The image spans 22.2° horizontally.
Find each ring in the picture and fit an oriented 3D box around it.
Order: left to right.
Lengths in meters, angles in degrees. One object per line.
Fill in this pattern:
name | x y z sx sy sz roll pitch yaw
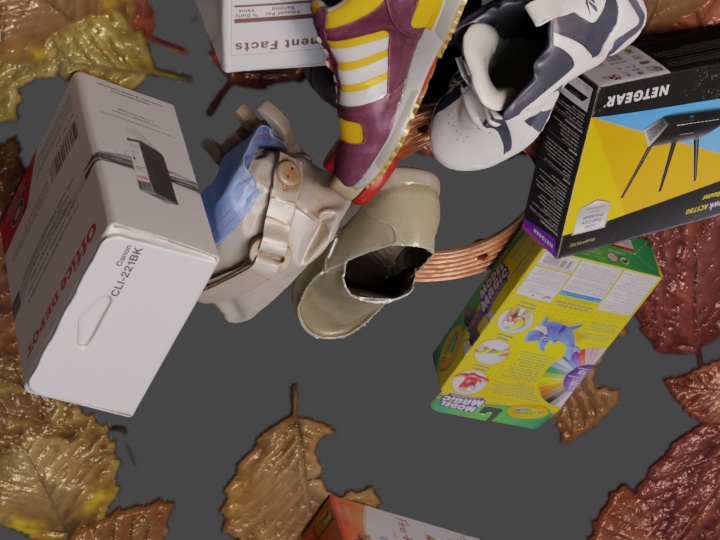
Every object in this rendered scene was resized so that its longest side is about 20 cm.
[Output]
ring | 0.071 -0.062 1.399 0.200 0.019 0.201 -8 140 -6

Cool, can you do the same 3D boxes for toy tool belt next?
toy tool belt | -0.076 -0.057 1.312 0.123 0.125 0.200 37 133 -11

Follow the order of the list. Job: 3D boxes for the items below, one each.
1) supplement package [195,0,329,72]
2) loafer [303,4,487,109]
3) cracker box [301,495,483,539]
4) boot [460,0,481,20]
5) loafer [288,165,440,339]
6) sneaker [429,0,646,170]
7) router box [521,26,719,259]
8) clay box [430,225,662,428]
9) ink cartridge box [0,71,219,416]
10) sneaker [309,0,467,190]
supplement package | -0.045 -0.245 1.191 0.117 0.117 0.200 -7 127 -14
loafer | 0.061 -0.145 1.329 0.200 0.063 0.072 -8 127 -11
cracker box | 0.058 0.281 1.595 0.200 0.134 0.058 21 117 -29
boot | 0.059 -0.240 1.182 0.073 0.198 0.163 -5 120 -9
loafer | 0.000 0.000 1.379 0.076 0.068 0.200 10 143 -19
sneaker | 0.085 -0.126 1.215 0.130 0.080 0.199 -16 167 -47
router box | 0.224 -0.101 1.380 0.200 0.051 0.149 -15 131 -31
clay box | 0.143 0.046 1.489 0.115 0.048 0.200 13 132 -25
ink cartridge box | -0.178 -0.020 1.264 0.084 0.200 0.144 18 119 -26
sneaker | 0.005 -0.143 1.173 0.090 0.075 0.200 23 127 -3
